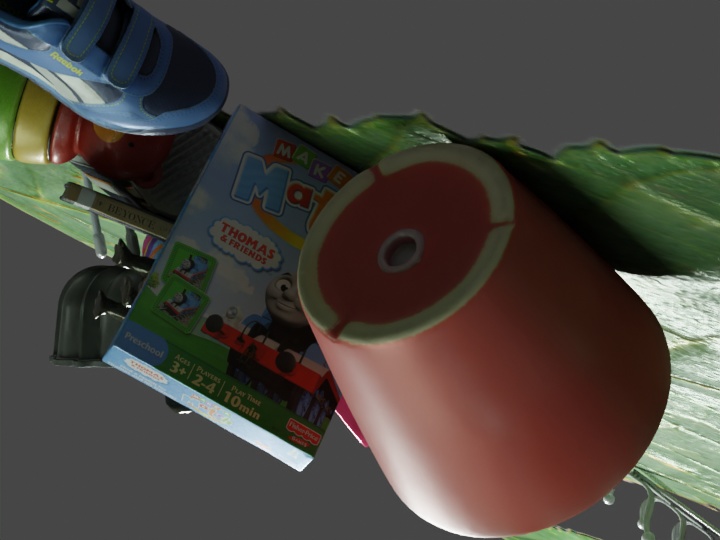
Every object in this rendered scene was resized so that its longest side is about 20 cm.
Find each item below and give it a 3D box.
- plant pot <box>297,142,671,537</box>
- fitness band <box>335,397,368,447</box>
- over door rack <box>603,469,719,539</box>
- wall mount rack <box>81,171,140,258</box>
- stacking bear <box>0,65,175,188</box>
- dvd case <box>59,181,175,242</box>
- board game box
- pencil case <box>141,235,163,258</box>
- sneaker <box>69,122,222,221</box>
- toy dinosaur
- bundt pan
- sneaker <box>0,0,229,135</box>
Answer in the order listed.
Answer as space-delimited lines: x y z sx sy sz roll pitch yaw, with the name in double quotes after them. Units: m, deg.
0.063 0.033 1.186 0.199 0.201 0.178 19 158 42 "plant pot"
-0.041 0.068 1.716 0.201 0.037 0.144 55 176 -34 "fitness band"
0.342 0.268 1.916 0.199 0.067 0.147 18 167 46 "over door rack"
-0.245 -0.091 1.650 0.173 0.075 0.200 41 168 -17 "wall mount rack"
-0.224 -0.123 1.397 0.198 0.123 0.114 20 173 2 "stacking bear"
-0.121 -0.021 1.427 0.198 0.016 0.149 22 178 -9 "dvd case"
-0.061 0.009 1.324 0.150 0.201 0.037 29 152 -8 "board game box"
-0.155 0.014 1.788 0.088 0.089 0.200 31 -169 -17 "pencil case"
-0.142 -0.077 1.477 0.199 0.079 0.079 27 171 36 "sneaker"
-0.124 0.033 1.378 0.101 0.078 0.200 11 -164 -27 "toy dinosaur"
-0.150 0.030 1.579 0.199 0.077 0.202 -4 -178 0 "bundt pan"
-0.168 -0.145 1.209 0.198 0.075 0.082 23 156 -16 "sneaker"
